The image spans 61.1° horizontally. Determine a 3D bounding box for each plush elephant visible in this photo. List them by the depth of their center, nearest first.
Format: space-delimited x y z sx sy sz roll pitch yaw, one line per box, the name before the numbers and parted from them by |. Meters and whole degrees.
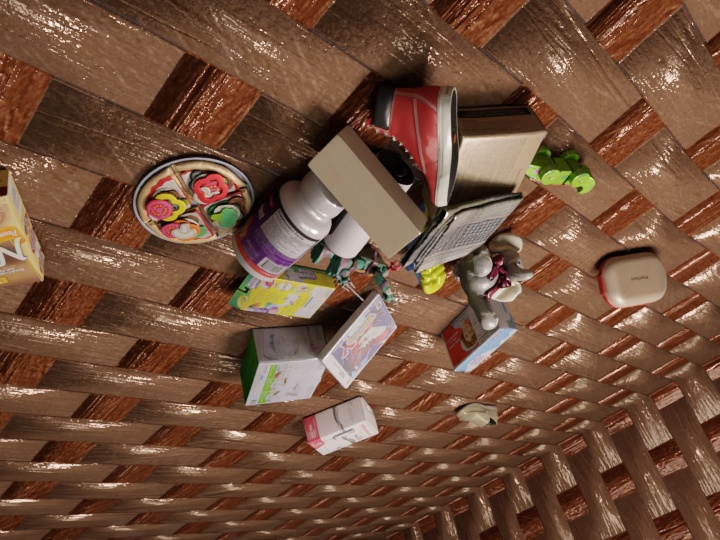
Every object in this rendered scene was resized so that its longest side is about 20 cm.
plush elephant | 0.294 0.008 1.309 0.151 0.200 0.169 -14 108 -6

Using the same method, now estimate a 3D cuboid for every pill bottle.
pill bottle | -0.119 -0.081 1.041 0.199 0.113 0.110 -37 142 25

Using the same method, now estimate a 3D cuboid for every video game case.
video game case | -0.002 0.166 1.435 0.201 0.023 0.183 -49 148 -12

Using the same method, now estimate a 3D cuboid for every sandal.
sandal | 0.124 -0.051 1.231 0.078 0.087 0.204 -25 133 -32

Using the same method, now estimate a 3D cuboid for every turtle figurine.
turtle figurine | 0.000 0.000 1.230 0.198 0.103 0.148 22 171 -42

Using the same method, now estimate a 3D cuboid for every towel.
towel | 0.184 -0.067 1.117 0.196 0.035 0.193 -14 158 -30

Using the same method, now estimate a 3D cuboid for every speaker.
speaker | 0.012 -0.114 1.086 0.080 0.083 0.201 8 138 -34

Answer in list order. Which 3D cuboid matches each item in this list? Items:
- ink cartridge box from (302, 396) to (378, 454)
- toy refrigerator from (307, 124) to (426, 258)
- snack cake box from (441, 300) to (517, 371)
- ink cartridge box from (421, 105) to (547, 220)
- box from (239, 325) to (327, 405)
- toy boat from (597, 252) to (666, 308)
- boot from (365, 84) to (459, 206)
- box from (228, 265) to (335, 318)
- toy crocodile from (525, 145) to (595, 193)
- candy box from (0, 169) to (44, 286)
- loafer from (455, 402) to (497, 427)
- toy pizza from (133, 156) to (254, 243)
ink cartridge box | -0.058 0.479 1.874 0.196 0.086 0.146 -24 146 5
toy refrigerator | 0.014 -0.128 0.984 0.075 0.070 0.200 -37 101 29
snack cake box | 0.301 0.159 1.572 0.066 0.117 0.201 6 139 -32
ink cartridge box | 0.212 -0.188 1.083 0.161 0.076 0.202 -8 144 -18
box | -0.183 0.229 1.455 0.172 0.098 0.202 -3 143 -23
toy boat | 0.696 0.028 1.600 0.195 0.134 0.131 -7 175 -15
boot | 0.082 -0.197 0.969 0.141 0.073 0.203 7 132 19
box | -0.163 0.040 1.248 0.197 0.049 0.117 10 137 -39
toy crocodile | 0.371 -0.189 1.164 0.195 0.069 0.062 2 142 -28
candy box | -0.561 -0.056 0.916 0.112 0.056 0.202 -7 144 -16
loafer | 0.424 0.519 2.172 0.196 0.069 0.076 9 138 -34
toy pizza | -0.272 -0.105 1.008 0.195 0.032 0.202 -13 145 -9
